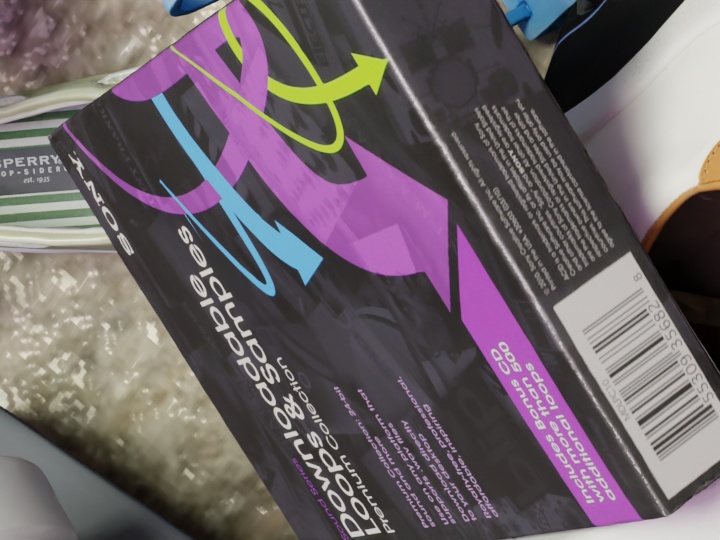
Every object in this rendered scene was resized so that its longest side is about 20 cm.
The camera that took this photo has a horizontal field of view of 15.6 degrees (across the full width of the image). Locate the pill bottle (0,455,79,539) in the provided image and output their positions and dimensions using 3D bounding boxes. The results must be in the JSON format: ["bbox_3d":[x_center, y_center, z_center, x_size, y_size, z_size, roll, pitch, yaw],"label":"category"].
[{"bbox_3d":[-0.083,0.157,0.664,0.116,0.116,0.201,-37,69,23],"label":"pill bottle"}]

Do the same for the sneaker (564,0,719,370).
[{"bbox_3d":[0.063,0.009,0.636,0.072,0.085,0.200,15,148,-14],"label":"sneaker"}]

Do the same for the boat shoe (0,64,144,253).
[{"bbox_3d":[-0.052,-0.030,0.785,0.199,0.062,0.073,-9,96,22],"label":"boat shoe"}]

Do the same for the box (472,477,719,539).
[{"bbox_3d":[0.086,0.093,0.671,0.199,0.152,0.107,-27,94,32],"label":"box"}]

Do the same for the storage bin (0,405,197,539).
[{"bbox_3d":[-0.095,0.133,0.803,0.199,0.146,0.135,33,82,14],"label":"storage bin"}]

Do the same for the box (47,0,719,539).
[{"bbox_3d":[0.000,0.000,0.640,0.144,0.036,0.200,58,157,-4],"label":"box"}]

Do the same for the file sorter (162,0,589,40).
[{"bbox_3d":[-0.014,-0.150,0.687,0.201,0.122,0.139,58,153,4],"label":"file sorter"}]

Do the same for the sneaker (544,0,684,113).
[{"bbox_3d":[0.126,-0.067,0.657,0.199,0.070,0.078,-19,49,34],"label":"sneaker"}]
